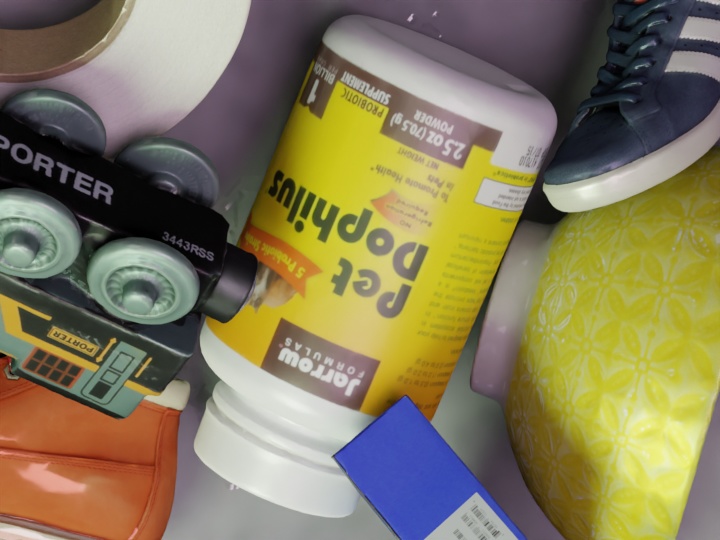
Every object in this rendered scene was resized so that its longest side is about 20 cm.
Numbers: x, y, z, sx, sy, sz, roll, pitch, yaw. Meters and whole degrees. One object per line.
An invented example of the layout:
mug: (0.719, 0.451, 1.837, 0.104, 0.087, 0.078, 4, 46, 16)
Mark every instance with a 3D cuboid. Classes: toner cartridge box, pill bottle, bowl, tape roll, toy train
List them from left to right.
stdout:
toy train: (-0.143, -0.015, 1.143, 0.199, 0.086, 0.114, 24, 134, -17)
tape roll: (-0.140, -0.129, 1.126, 0.201, 0.037, 0.204, -1, 127, -1)
pill bottle: (0.000, 0.000, 1.219, 0.109, 0.109, 0.201, 18, 101, -23)
toner cartridge box: (0.053, 0.129, 1.232, 0.043, 0.095, 0.200, -38, 155, -2)
bowl: (0.110, 0.031, 1.245, 0.107, 0.200, 0.202, 16, 104, 7)

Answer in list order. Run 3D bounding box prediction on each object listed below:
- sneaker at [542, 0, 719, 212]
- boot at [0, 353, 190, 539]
sneaker: (0.131, -0.108, 1.223, 0.200, 0.075, 0.085, -47, 117, -34)
boot: (-0.168, 0.064, 1.214, 0.199, 0.075, 0.108, 18, 90, -24)
